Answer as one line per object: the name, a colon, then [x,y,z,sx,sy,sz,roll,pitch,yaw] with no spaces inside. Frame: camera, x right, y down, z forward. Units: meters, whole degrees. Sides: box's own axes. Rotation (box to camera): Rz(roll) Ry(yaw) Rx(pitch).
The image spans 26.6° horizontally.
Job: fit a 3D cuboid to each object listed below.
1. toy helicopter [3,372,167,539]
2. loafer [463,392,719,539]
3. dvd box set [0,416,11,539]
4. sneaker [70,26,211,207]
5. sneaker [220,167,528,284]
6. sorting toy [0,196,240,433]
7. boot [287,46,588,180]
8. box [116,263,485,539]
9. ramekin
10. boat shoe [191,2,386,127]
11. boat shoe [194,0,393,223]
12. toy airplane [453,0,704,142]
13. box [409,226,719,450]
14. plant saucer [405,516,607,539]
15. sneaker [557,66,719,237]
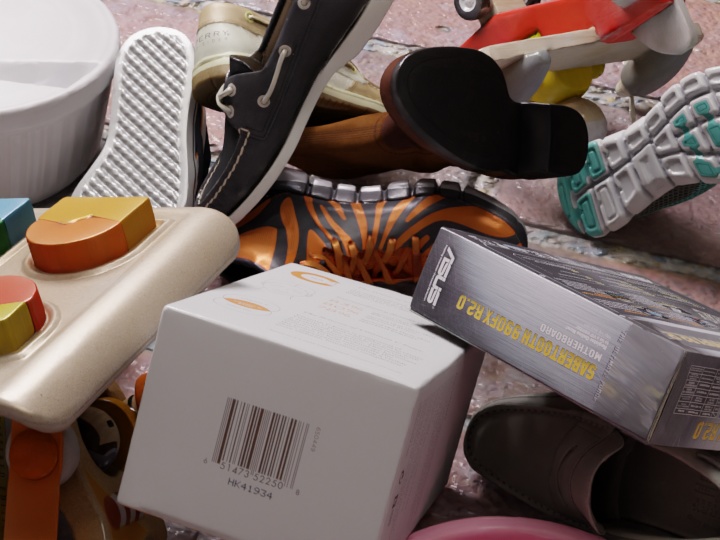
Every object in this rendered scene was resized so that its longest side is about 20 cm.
toy helicopter: [-0.127,0.120,0.730,0.079,0.132,0.201,-21,57,9]
loafer: [0.131,0.104,0.788,0.199,0.070,0.070,8,4,40]
dvd box set: [-0.266,0.077,0.761,0.199,0.029,0.147,18,33,-28]
sneaker: [-0.138,-0.054,0.988,0.078,0.080,0.201,8,62,6]
sneaker: [0.000,0.000,0.945,0.199,0.078,0.112,5,41,14]
sorting toy: [-0.183,0.007,0.724,0.199,0.037,0.185,5,30,24]
boot: [0.014,-0.094,0.955,0.199,0.069,0.188,2,1,38]
box: [-0.019,0.067,0.760,0.124,0.098,0.200,17,10,12]
ramekin: [-0.262,-0.121,1.027,0.201,0.095,0.203,5,37,-4]
boat shoe: [-0.036,-0.132,1.032,0.074,0.067,0.200,-15,-16,31]
boat shoe: [-0.052,-0.115,0.913,0.060,0.200,0.074,29,18,-21]
toy airplane: [0.163,-0.153,1.105,0.199,0.142,0.199,-7,6,3]
box: [0.147,0.040,0.790,0.158,0.049,0.200,29,13,40]
plant saucer: [0.076,0.203,0.707,0.200,0.051,0.201,5,38,-4]
sneaker: [0.227,-0.087,1.017,0.091,0.200,0.078,-16,86,-46]
